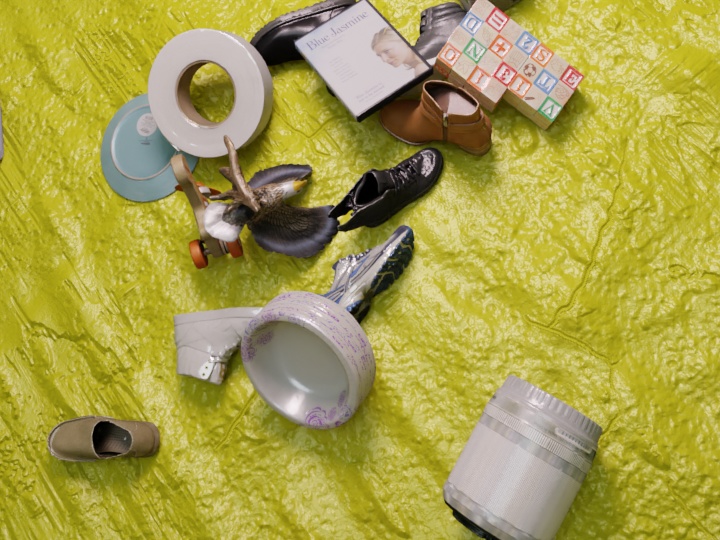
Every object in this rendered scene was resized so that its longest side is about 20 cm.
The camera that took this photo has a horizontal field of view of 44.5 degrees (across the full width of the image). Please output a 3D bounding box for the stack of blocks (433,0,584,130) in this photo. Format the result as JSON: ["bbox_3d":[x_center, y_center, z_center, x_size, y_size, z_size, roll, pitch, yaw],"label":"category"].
[{"bbox_3d":[0.222,-0.300,1.331,0.199,0.059,0.116,37,88,2],"label":"stack of blocks"}]

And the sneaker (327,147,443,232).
[{"bbox_3d":[0.042,-0.127,1.347,0.199,0.104,0.060,-41,70,3],"label":"sneaker"}]

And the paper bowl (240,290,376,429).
[{"bbox_3d":[-0.068,0.122,1.289,0.197,0.104,0.204,16,125,23],"label":"paper bowl"}]

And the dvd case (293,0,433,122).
[{"bbox_3d":[0.002,-0.329,1.359,0.141,0.018,0.201,-33,59,-7],"label":"dvd case"}]

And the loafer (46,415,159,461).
[{"bbox_3d":[-0.419,0.265,1.402,0.196,0.067,0.078,-7,75,14],"label":"loafer"}]

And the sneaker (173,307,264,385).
[{"bbox_3d":[-0.203,0.120,1.380,0.196,0.073,0.118,-8,77,23],"label":"sneaker"}]

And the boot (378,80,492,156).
[{"bbox_3d":[0.106,-0.243,1.330,0.196,0.155,0.075,16,81,18],"label":"boot"}]

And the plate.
[{"bbox_3d":[-0.368,-0.220,1.527,0.196,0.026,0.205,-4,77,15],"label":"plate"}]

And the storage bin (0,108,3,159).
[{"bbox_3d":[-0.753,-0.281,1.597,0.132,0.145,0.204,-19,72,21],"label":"storage bin"}]

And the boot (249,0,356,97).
[{"bbox_3d":[-0.074,-0.347,1.445,0.207,0.079,0.161,-21,72,9],"label":"boot"}]

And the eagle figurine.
[{"bbox_3d":[-0.133,-0.106,1.354,0.148,0.199,0.155,13,90,25],"label":"eagle figurine"}]

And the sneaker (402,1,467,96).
[{"bbox_3d":[0.098,-0.355,1.408,0.197,0.071,0.101,-26,70,2],"label":"sneaker"}]

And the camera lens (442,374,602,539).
[{"bbox_3d":[0.214,0.264,1.177,0.158,0.160,0.202,28,86,20],"label":"camera lens"}]

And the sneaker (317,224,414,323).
[{"bbox_3d":[0.000,0.000,1.347,0.085,0.077,0.201,42,90,24],"label":"sneaker"}]

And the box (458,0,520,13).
[{"bbox_3d":[0.176,-0.513,1.403,0.111,0.101,0.203,-29,71,7],"label":"box"}]

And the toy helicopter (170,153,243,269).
[{"bbox_3d":[-0.252,-0.109,1.381,0.077,0.202,0.134,-17,49,1],"label":"toy helicopter"}]

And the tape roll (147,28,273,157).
[{"bbox_3d":[-0.245,-0.289,1.443,0.198,0.071,0.207,2,103,7],"label":"tape roll"}]
